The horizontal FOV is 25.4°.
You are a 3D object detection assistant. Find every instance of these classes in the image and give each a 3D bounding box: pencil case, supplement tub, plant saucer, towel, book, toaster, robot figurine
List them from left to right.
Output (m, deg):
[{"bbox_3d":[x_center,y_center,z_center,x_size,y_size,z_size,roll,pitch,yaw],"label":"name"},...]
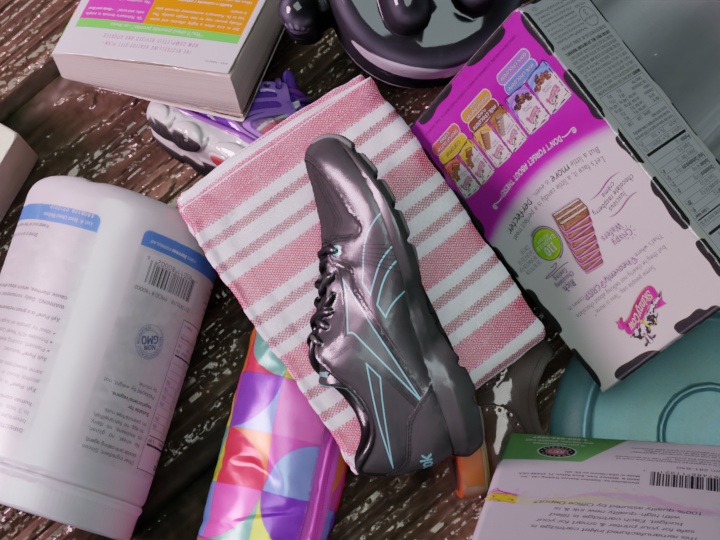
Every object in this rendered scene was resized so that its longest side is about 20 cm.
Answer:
[{"bbox_3d":[-0.174,0.055,0.998,0.131,0.132,0.202,15,78,11],"label":"supplement tub"},{"bbox_3d":[-0.106,-0.203,1.067,0.133,0.048,0.201,12,60,17],"label":"book"},{"bbox_3d":[-0.045,0.111,0.988,0.088,0.088,0.202,12,81,11],"label":"pencil case"},{"bbox_3d":[0.000,0.000,0.959,0.146,0.030,0.201,-34,85,-8],"label":"towel"},{"bbox_3d":[0.038,-0.180,0.991,0.149,0.200,0.126,22,90,-1],"label":"robot figurine"},{"bbox_3d":[0.197,-0.109,0.997,0.129,0.114,0.200,-43,73,-6],"label":"toaster"},{"bbox_3d":[0.215,0.104,0.985,0.198,0.027,0.202,-2,75,7],"label":"plant saucer"}]

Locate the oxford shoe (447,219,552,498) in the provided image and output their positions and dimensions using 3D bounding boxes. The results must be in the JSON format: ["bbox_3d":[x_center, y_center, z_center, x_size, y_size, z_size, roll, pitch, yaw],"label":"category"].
[{"bbox_3d":[0.080,0.038,1.005,0.072,0.071,0.202,-7,83,-4],"label":"oxford shoe"}]

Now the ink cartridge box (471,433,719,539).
[{"bbox_3d":[0.137,0.164,0.860,0.143,0.200,0.085,2,106,12],"label":"ink cartridge box"}]

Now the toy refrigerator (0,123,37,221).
[{"bbox_3d":[-0.302,-0.015,1.067,0.076,0.070,0.201,28,82,7],"label":"toy refrigerator"}]

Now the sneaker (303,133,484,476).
[{"bbox_3d":[0.002,0.020,0.904,0.079,0.075,0.201,-21,83,-5],"label":"sneaker"}]

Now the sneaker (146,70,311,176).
[{"bbox_3d":[-0.046,-0.085,1.044,0.199,0.081,0.084,30,76,14],"label":"sneaker"}]

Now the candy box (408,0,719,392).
[{"bbox_3d":[0.134,-0.047,0.933,0.061,0.136,0.201,-31,81,-38],"label":"candy box"}]
